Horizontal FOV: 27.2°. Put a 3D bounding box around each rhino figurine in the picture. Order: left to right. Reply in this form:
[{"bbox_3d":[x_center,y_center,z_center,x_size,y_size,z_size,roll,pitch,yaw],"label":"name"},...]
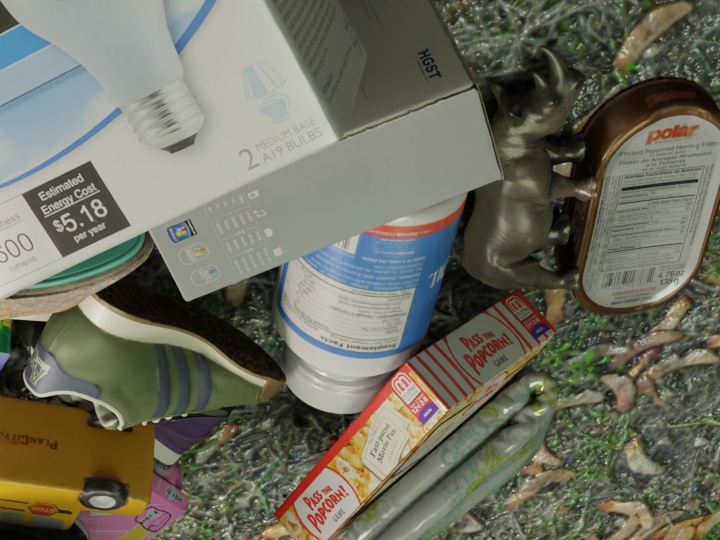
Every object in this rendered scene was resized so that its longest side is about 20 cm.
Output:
[{"bbox_3d":[0.116,-0.066,1.026,0.087,0.060,0.200,-6,130,-11],"label":"rhino figurine"}]

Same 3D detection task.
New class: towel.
[{"bbox_3d":[0.070,0.166,1.146,0.200,0.048,0.171,-40,169,-10],"label":"towel"}]

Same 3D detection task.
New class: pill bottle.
[{"bbox_3d":[0.000,0.000,1.008,0.112,0.112,0.200,-2,135,-17],"label":"pill bottle"}]

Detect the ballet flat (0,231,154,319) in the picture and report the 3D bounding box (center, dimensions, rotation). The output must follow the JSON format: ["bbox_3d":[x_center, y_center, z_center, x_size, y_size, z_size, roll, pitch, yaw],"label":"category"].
[{"bbox_3d":[-0.217,0.003,0.863,0.199,0.068,0.067,-9,153,-6],"label":"ballet flat"}]

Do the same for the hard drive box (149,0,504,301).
[{"bbox_3d":[-0.037,-0.091,0.884,0.200,0.156,0.077,-21,135,1],"label":"hard drive box"}]

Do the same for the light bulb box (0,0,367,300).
[{"bbox_3d":[-0.131,-0.127,0.699,0.198,0.125,0.200,-24,111,15],"label":"light bulb box"}]

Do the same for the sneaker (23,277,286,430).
[{"bbox_3d":[-0.139,0.066,0.978,0.090,0.067,0.200,-48,144,9],"label":"sneaker"}]

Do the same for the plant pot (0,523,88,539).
[{"bbox_3d":[-0.252,0.236,1.006,0.200,0.200,0.135,8,105,-25],"label":"plant pot"}]

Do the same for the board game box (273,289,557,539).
[{"bbox_3d":[0.040,0.113,1.095,0.151,0.046,0.200,-28,162,-49],"label":"board game box"}]

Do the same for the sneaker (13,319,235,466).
[{"bbox_3d":[-0.158,0.059,1.044,0.087,0.076,0.200,-35,142,8],"label":"sneaker"}]

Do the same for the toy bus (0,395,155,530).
[{"bbox_3d":[-0.240,0.125,0.983,0.199,0.065,0.078,11,143,-19],"label":"toy bus"}]

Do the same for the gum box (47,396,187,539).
[{"bbox_3d":[-0.237,0.181,1.120,0.200,0.066,0.113,-37,129,15],"label":"gum box"}]

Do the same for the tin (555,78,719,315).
[{"bbox_3d":[0.208,-0.048,1.091,0.112,0.042,0.200,-10,133,-16],"label":"tin"}]

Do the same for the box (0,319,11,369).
[{"bbox_3d":[-0.333,0.046,0.952,0.199,0.049,0.117,7,156,-22],"label":"box"}]

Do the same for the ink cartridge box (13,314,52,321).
[{"bbox_3d":[-0.261,-0.053,0.890,0.199,0.084,0.146,4,129,-24],"label":"ink cartridge box"}]
